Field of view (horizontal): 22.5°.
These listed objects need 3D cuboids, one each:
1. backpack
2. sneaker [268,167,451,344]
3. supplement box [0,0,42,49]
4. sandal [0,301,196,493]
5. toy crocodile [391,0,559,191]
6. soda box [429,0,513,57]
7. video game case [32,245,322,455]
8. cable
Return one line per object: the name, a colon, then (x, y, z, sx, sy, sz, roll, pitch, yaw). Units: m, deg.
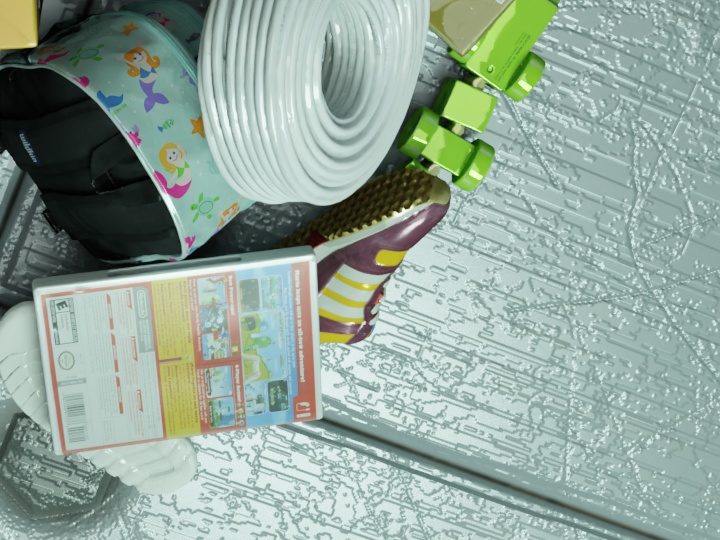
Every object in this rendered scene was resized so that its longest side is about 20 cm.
backpack: (-0.151, -0.096, 1.238, 0.150, 0.200, 0.178, -37, 108, -18)
sneaker: (0.000, 0.000, 1.335, 0.200, 0.075, 0.090, -28, 113, 30)
supplement box: (-0.309, -0.221, 1.174, 0.197, 0.200, 0.133, -5, 107, -7)
sandal: (-0.201, 0.094, 1.359, 0.082, 0.050, 0.203, -28, 121, 15)
toy crocodile: (0.080, -0.128, 1.341, 0.067, 0.062, 0.200, 28, 95, -15)
soda box: (0.021, -0.241, 1.266, 0.200, 0.064, 0.068, 43, 96, -1)
video game case: (-0.128, 0.058, 1.302, 0.199, 0.017, 0.143, -7, 120, -9)
cable: (-0.026, -0.139, 1.163, 0.069, 0.200, 0.200, 13, 117, 28)
